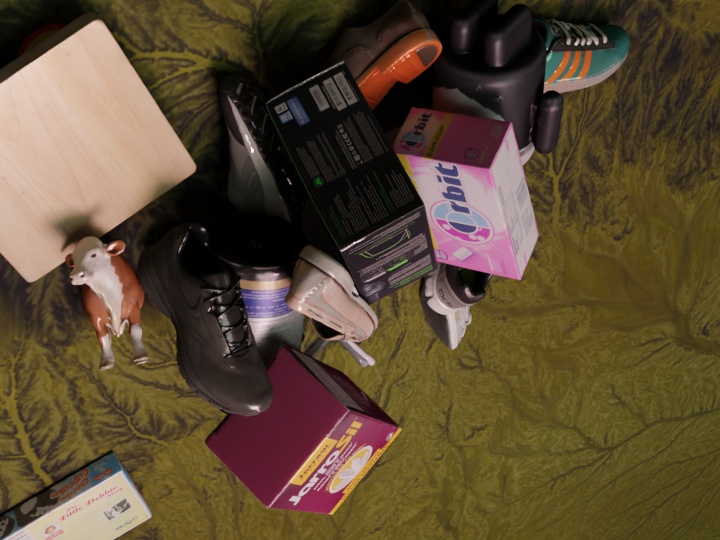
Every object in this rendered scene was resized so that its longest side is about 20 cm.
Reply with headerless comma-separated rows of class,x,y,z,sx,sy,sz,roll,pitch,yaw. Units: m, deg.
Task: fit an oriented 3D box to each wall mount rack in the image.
wall mount rack,-0.050,0.135,1.369,0.200,0.075,0.174,-46,177,0

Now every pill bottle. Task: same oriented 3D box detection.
pill bottle,-0.115,0.052,1.172,0.111,0.112,0.202,-12,127,-28

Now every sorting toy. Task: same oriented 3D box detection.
sorting toy,-0.286,-0.121,1.030,0.198,0.070,0.201,-35,139,-5

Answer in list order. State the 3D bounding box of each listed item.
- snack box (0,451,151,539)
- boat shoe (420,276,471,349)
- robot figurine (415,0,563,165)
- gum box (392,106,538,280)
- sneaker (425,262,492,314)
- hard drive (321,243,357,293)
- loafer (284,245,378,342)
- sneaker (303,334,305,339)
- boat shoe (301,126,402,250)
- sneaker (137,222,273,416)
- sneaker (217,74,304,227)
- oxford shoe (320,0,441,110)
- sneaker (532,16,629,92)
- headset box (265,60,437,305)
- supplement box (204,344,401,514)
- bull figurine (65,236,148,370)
snack box,-0.372,0.319,1.389,0.199,0.037,0.117,-29,139,-12
boat shoe,0.120,0.019,1.458,0.064,0.074,0.204,-23,129,-18
robot figurine,0.136,-0.192,1.195,0.123,0.151,0.201,-12,137,-8
gum box,0.116,-0.076,1.188,0.067,0.112,0.201,-62,149,-27
sneaker,0.142,-0.043,1.351,0.073,0.087,0.202,23,77,-28
hard drive,0.000,0.000,1.312,0.139,0.038,0.200,-30,165,-11
loafer,-0.035,0.038,1.122,0.063,0.072,0.200,-55,158,-11
sneaker,-0.133,0.061,1.315,0.096,0.079,0.200,-46,149,0
boat shoe,0.006,-0.092,1.277,0.200,0.072,0.068,-45,171,21
sneaker,-0.141,0.045,1.059,0.076,0.201,0.091,-26,170,-45
sneaker,-0.118,-0.112,1.160,0.078,0.074,0.201,-4,134,13
oxford shoe,-0.010,-0.207,1.168,0.199,0.073,0.071,-32,161,18
sneaker,0.232,-0.257,1.289,0.198,0.072,0.080,-22,141,-17
headset box,-0.004,-0.079,1.126,0.092,0.175,0.200,-27,161,-1
supplement box,-0.054,0.173,1.174,0.131,0.103,0.200,-50,157,2
bull figurine,-0.249,0.035,1.112,0.064,0.123,0.200,-10,176,-7
